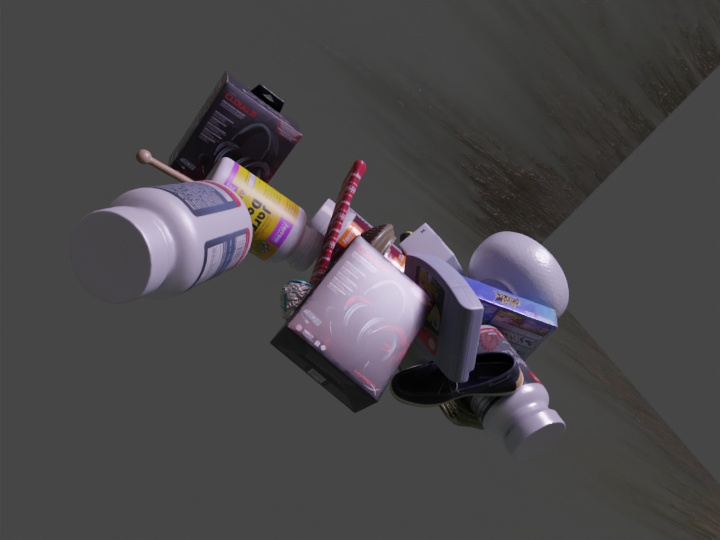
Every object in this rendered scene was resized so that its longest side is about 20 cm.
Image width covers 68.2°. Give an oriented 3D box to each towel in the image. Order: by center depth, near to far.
[{"bbox_3d":[-0.038,-0.067,0.841,0.022,0.201,0.145,19,-6,-7],"label":"towel"},{"bbox_3d":[0.178,0.220,0.944,0.199,0.037,0.149,23,25,-42],"label":"towel"}]

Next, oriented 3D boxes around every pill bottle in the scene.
[{"bbox_3d":[-0.212,-0.034,0.589,0.119,0.120,0.200,42,18,1],"label":"pill bottle"},{"bbox_3d":[-0.156,-0.079,0.831,0.199,0.104,0.104,33,20,-23],"label":"pill bottle"},{"bbox_3d":[0.228,0.194,0.857,0.116,0.116,0.200,25,23,-41],"label":"pill bottle"},{"bbox_3d":[-0.014,-0.036,1.010,0.200,0.114,0.114,39,18,-8],"label":"pill bottle"}]

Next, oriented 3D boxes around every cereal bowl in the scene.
[{"bbox_3d":[0.279,0.034,0.996,0.083,0.200,0.200,-33,70,-28],"label":"cereal bowl"}]

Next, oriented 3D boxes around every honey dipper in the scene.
[{"bbox_3d":[-0.262,-0.136,0.853,0.199,0.038,0.038,32,20,-25],"label":"honey dipper"}]

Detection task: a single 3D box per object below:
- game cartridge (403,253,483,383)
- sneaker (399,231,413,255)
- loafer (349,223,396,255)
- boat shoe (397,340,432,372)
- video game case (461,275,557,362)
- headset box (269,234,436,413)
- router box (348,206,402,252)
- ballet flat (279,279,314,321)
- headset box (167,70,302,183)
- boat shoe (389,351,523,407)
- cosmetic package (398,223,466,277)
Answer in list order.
[{"bbox_3d":[0.111,0.054,0.782,0.041,0.134,0.200,0,22,-20],"label":"game cartridge"},{"bbox_3d":[0.149,-0.028,1.246,0.200,0.090,0.079,59,21,-50],"label":"sneaker"},{"bbox_3d":[0.000,0.000,0.911,0.076,0.200,0.068,0,-45,55],"label":"loafer"},{"bbox_3d":[0.074,0.120,0.895,0.200,0.076,0.060,47,22,18],"label":"boat shoe"},{"bbox_3d":[0.218,0.107,0.964,0.199,0.182,0.046,20,45,-4],"label":"video game case"},{"bbox_3d":[0.000,0.061,0.717,0.148,0.075,0.200,41,54,-4],"label":"headset box"},{"bbox_3d":[0.011,-0.057,1.212,0.200,0.049,0.180,39,18,-8],"label":"router box"},{"bbox_3d":[-0.041,0.079,0.797,0.199,0.072,0.072,26,23,-34],"label":"ballet flat"},{"bbox_3d":[-0.205,-0.216,0.890,0.148,0.200,0.077,31,20,-30],"label":"headset box"},{"bbox_3d":[0.140,0.156,0.791,0.062,0.198,0.075,74,13,-45],"label":"boat shoe"},{"bbox_3d":[0.162,0.005,1.078,0.102,0.071,0.200,54,3,38],"label":"cosmetic package"}]
